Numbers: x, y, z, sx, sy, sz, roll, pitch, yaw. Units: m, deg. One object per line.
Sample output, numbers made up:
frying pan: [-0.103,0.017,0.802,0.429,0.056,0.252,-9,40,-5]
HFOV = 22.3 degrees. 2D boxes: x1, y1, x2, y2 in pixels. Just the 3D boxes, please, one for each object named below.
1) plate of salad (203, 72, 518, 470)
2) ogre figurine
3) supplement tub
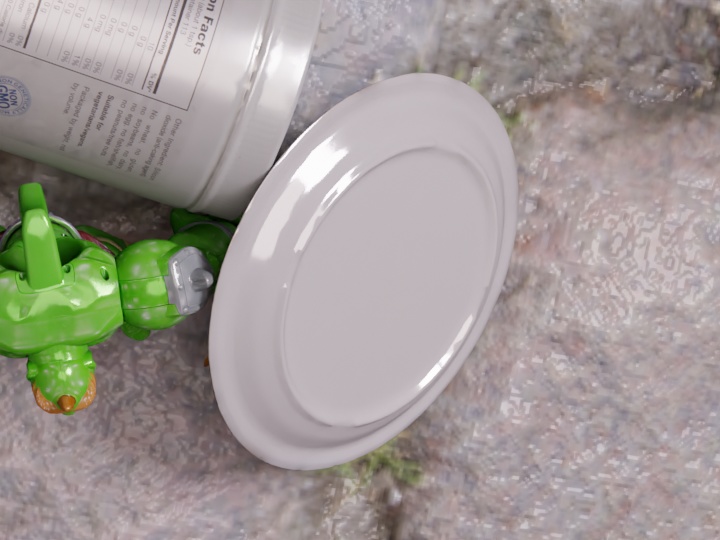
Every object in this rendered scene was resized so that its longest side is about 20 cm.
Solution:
plate of salad: [0.000,0.000,0.863,0.200,0.048,0.200,-25,128,-37]
ogre figurine: [-0.145,0.008,0.827,0.200,0.120,0.098,9,96,-12]
supplement tub: [-0.130,-0.111,0.808,0.200,0.132,0.132,18,94,-15]
